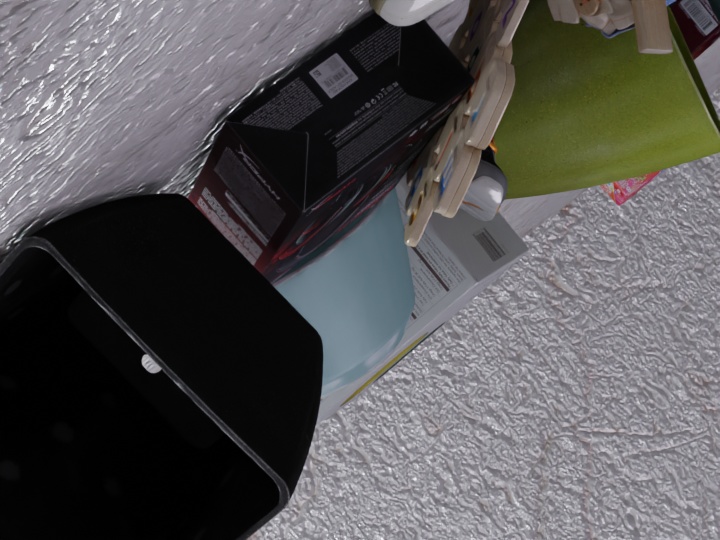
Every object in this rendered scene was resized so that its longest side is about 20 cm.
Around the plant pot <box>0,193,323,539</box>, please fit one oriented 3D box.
[{"bbox_3d":[-0.135,0.069,1.173,0.200,0.200,0.178,-42,-175,33],"label":"plant pot"}]

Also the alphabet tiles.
[{"bbox_3d":[0.070,-0.118,1.249,0.200,0.015,0.196,-87,-161,-60],"label":"alphabet tiles"}]

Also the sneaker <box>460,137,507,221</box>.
[{"bbox_3d":[0.061,-0.099,1.412,0.077,0.078,0.200,-51,-152,7],"label":"sneaker"}]

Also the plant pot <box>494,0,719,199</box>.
[{"bbox_3d":[0.152,-0.137,1.522,0.199,0.188,0.187,-24,178,13],"label":"plant pot"}]

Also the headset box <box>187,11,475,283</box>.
[{"bbox_3d":[-0.030,-0.068,1.260,0.148,0.075,0.200,-38,174,-25],"label":"headset box"}]

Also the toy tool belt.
[{"bbox_3d":[0.206,-0.217,1.365,0.200,0.123,0.125,-33,172,-49],"label":"toy tool belt"}]

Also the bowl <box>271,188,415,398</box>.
[{"bbox_3d":[-0.040,0.023,1.420,0.200,0.105,0.201,-28,-163,9],"label":"bowl"}]

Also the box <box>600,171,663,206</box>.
[{"bbox_3d":[0.489,-0.211,3.369,0.200,0.096,0.100,-38,173,-7],"label":"box"}]

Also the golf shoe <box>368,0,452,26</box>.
[{"bbox_3d":[0.095,-0.187,1.058,0.200,0.092,0.073,-38,176,-2],"label":"golf shoe"}]

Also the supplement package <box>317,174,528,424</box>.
[{"bbox_3d":[0.000,0.000,1.602,0.200,0.151,0.152,-41,174,22],"label":"supplement package"}]

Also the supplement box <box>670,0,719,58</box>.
[{"bbox_3d":[0.363,-0.264,2.326,0.200,0.061,0.109,-42,174,36],"label":"supplement box"}]

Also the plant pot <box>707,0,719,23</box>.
[{"bbox_3d":[0.321,-0.285,1.503,0.200,0.135,0.200,-38,174,-4],"label":"plant pot"}]
